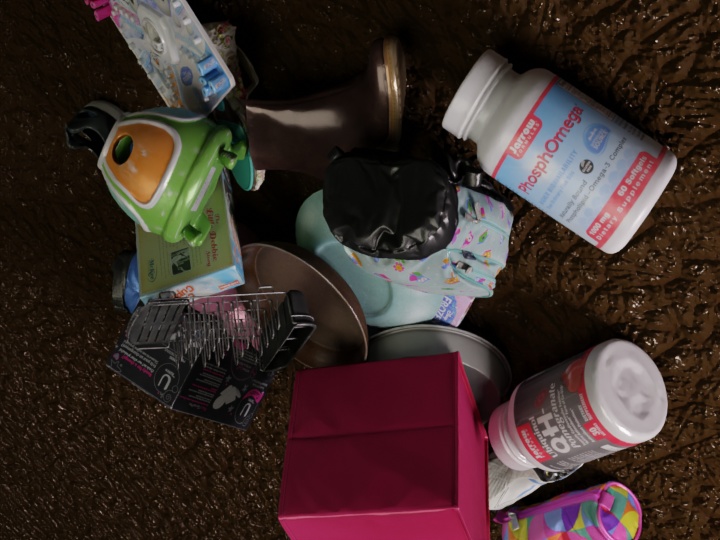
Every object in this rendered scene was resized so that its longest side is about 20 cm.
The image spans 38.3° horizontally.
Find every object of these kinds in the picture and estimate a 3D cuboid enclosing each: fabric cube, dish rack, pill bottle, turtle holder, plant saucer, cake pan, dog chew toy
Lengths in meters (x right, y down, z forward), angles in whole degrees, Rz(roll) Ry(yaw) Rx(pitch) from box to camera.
[{"bbox_3d":[0.036,0.233,1.188,0.196,0.202,0.197,-8,138,15],"label":"fabric cube"},{"bbox_3d":[-0.163,0.070,1.177,0.197,0.055,0.154,-2,155,-21],"label":"dish rack"},{"bbox_3d":[0.234,0.159,1.156,0.111,0.111,0.200,45,141,-7],"label":"pill bottle"},{"bbox_3d":[-0.201,-0.117,1.119,0.130,0.186,0.142,26,121,-5],"label":"turtle holder"},{"bbox_3d":[0.000,0.000,1.182,0.199,0.039,0.203,21,137,21],"label":"plant saucer"},{"bbox_3d":[-0.066,0.039,1.218,0.198,0.035,0.202,28,144,22],"label":"plant saucer"},{"bbox_3d":[0.177,-0.112,0.945,0.199,0.109,0.109,34,141,6],"label":"pill bottle"},{"bbox_3d":[0.083,0.139,1.253,0.197,0.037,0.202,5,141,4],"label":"cake pan"},{"bbox_3d":[-0.149,0.030,1.337,0.124,0.125,0.200,-15,124,45],"label":"dog chew toy"}]

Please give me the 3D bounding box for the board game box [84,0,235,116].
[{"bbox_3d":[-0.226,-0.254,1.129,0.202,0.026,0.199,57,156,-6],"label":"board game box"}]

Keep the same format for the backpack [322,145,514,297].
[{"bbox_3d":[0.068,-0.044,1.033,0.165,0.129,0.199,16,178,35],"label":"backpack"}]

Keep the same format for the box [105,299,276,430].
[{"bbox_3d":[-0.222,0.126,1.402,0.131,0.116,0.200,26,175,28],"label":"box"}]

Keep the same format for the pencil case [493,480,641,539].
[{"bbox_3d":[0.260,0.324,1.315,0.089,0.089,0.199,47,139,-10],"label":"pencil case"}]

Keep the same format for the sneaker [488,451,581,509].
[{"bbox_3d":[0.210,0.244,1.304,0.199,0.072,0.073,-36,73,38],"label":"sneaker"}]

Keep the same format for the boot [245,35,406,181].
[{"bbox_3d":[-0.038,-0.161,1.063,0.163,0.073,0.201,6,143,2],"label":"boot"}]

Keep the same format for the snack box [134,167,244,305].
[{"bbox_3d":[-0.203,-0.053,1.210,0.114,0.202,0.037,-18,141,6],"label":"snack box"}]

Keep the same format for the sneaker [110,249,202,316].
[{"bbox_3d":[-0.298,0.058,1.507,0.110,0.077,0.202,4,125,28],"label":"sneaker"}]

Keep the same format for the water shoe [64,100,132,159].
[{"bbox_3d":[-0.285,-0.134,1.316,0.198,0.079,0.072,33,141,8],"label":"water shoe"}]

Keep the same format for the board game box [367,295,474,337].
[{"bbox_3d":[0.028,0.027,1.249,0.198,0.041,0.201,33,141,9],"label":"board game box"}]

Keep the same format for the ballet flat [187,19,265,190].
[{"bbox_3d":[-0.134,-0.186,1.158,0.075,0.064,0.202,26,142,48],"label":"ballet flat"}]
